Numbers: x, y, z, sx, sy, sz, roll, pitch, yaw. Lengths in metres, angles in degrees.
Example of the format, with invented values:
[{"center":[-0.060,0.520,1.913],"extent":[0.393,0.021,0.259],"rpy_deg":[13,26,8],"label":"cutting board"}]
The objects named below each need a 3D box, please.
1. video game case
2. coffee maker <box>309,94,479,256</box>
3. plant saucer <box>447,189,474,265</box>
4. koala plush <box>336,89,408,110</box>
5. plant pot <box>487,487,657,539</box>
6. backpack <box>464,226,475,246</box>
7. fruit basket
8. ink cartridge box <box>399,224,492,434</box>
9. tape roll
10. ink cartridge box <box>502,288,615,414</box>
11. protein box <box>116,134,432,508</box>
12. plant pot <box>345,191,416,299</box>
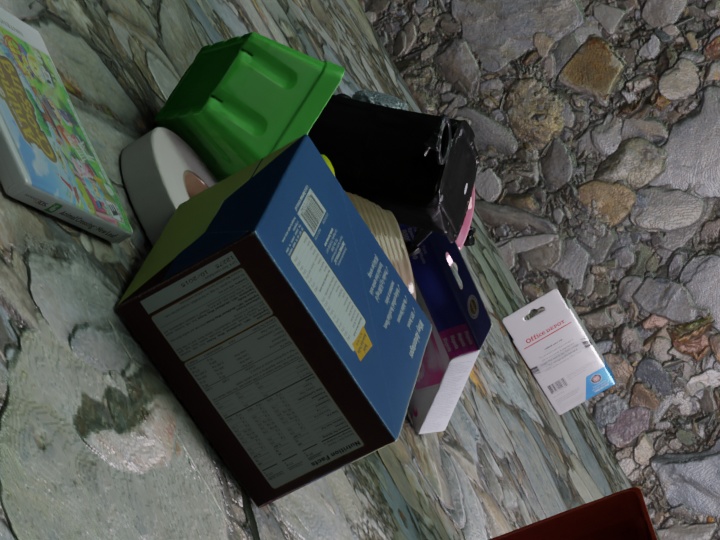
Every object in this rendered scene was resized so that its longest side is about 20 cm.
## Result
[{"center":[-0.256,-0.125,1.453],"extent":[0.201,0.022,0.182],"rpy_deg":[63,11,18],"label":"video game case"},{"center":[0.011,-0.126,2.008],"extent":[0.193,0.199,0.135],"rpy_deg":[82,25,-50],"label":"coffee maker"},{"center":[0.052,-0.067,2.297],"extent":[0.051,0.201,0.201],"rpy_deg":[24,32,-37],"label":"plant saucer"},{"center":[-0.032,-0.133,2.222],"extent":[0.199,0.184,0.177],"rpy_deg":[27,12,-39],"label":"koala plush"},{"center":[0.240,0.377,1.983],"extent":[0.200,0.199,0.177],"rpy_deg":[-97,165,-65],"label":"plant pot"},{"center":[0.086,-0.111,2.736],"extent":[0.200,0.126,0.168],"rpy_deg":[-76,146,-77],"label":"backpack"},{"center":[-0.079,-0.115,1.798],"extent":[0.215,0.156,0.216],"rpy_deg":[31,-11,7],"label":"fruit basket"},{"center":[0.070,0.048,2.148],"extent":[0.201,0.043,0.197],"rpy_deg":[109,-33,-48],"label":"ink cartridge box"},{"center":[-0.142,-0.033,1.697],"extent":[0.203,0.037,0.203],"rpy_deg":[56,11,-17],"label":"tape roll"},{"center":[0.336,0.130,3.265],"extent":[0.201,0.116,0.068],"rpy_deg":[58,10,-13],"label":"ink cartridge box"},{"center":[-0.061,0.037,1.517],"extent":[0.201,0.134,0.199],"rpy_deg":[57,22,-17],"label":"protein box"},{"center":[0.000,0.000,1.938],"extent":[0.201,0.092,0.202],"rpy_deg":[166,-90,-85],"label":"plant pot"}]
